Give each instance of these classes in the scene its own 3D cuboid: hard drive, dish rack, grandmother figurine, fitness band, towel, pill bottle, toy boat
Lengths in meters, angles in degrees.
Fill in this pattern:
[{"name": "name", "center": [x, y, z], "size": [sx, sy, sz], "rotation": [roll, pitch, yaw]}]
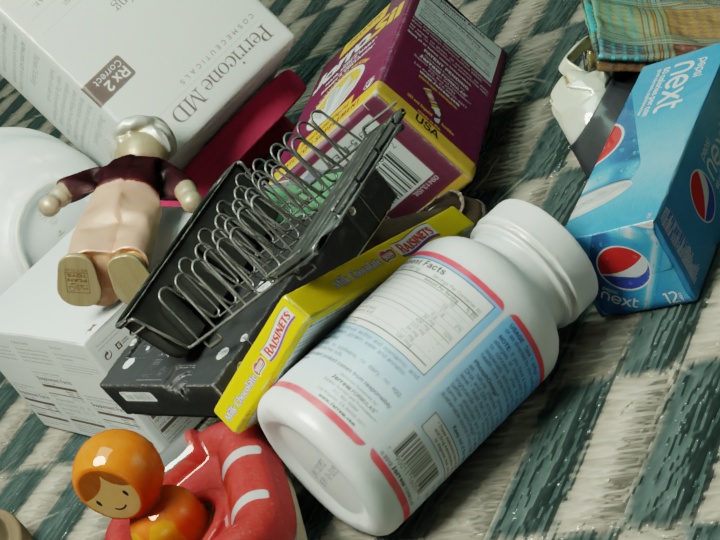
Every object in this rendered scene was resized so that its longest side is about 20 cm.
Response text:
[{"name": "hard drive", "center": [-0.075, 0.014, 1.061], "size": [0.140, 0.038, 0.200], "rotation": [-6, 43, 49]}, {"name": "dish rack", "center": [-0.057, -0.032, 0.966], "size": [0.200, 0.055, 0.154], "rotation": [-34, 21, 49]}, {"name": "grandmother figurine", "center": [-0.174, -0.050, 1.148], "size": [0.121, 0.061, 0.200], "rotation": [7, 36, 1]}, {"name": "fitness band", "center": [-0.120, -0.096, 1.381], "size": [0.200, 0.037, 0.144], "rotation": [-47, -1, 14]}, {"name": "towel", "center": [0.237, -0.189, 1.156], "size": [0.146, 0.022, 0.200], "rotation": [0, 29, 4]}, {"name": "pill bottle", "center": [0.044, 0.052, 0.920], "size": [0.200, 0.109, 0.109], "rotation": [-42, 26, -19]}, {"name": "toy boat", "center": [-0.112, 0.143, 0.899], "size": [0.130, 0.131, 0.200], "rotation": [-41, 23, 6]}]

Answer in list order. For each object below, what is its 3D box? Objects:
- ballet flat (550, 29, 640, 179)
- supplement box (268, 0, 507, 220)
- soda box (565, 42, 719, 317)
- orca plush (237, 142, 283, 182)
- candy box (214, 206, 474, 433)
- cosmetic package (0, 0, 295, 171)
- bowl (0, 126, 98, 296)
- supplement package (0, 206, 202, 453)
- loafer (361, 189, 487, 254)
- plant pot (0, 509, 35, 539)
[{"name": "ballet flat", "center": [0.171, -0.125, 1.131], "size": [0.073, 0.073, 0.200], "rotation": [-19, 27, 28]}, {"name": "supplement box", "center": [0.025, -0.118, 1.225], "size": [0.131, 0.103, 0.200], "rotation": [-40, 17, 32]}, {"name": "soda box", "center": [0.195, -0.061, 0.997], "size": [0.068, 0.064, 0.200], "rotation": [-13, 31, 37]}, {"name": "orca plush", "center": [-0.073, -0.070, 1.328], "size": [0.105, 0.071, 0.200], "rotation": [-27, 25, 13]}, {"name": "candy box", "center": [-0.006, 0.027, 0.982], "size": [0.200, 0.026, 0.102], "rotation": [-28, -26, -53]}, {"name": "cosmetic package", "center": [-0.190, -0.187, 1.333], "size": [0.165, 0.200, 0.165], "rotation": [-48, 1, -16]}, {"name": "bowl", "center": [-0.267, -0.025, 1.322], "size": [0.090, 0.201, 0.201], "rotation": [-5, 37, 49]}, {"name": "supplement package", "center": [-0.176, 0.039, 1.206], "size": [0.156, 0.111, 0.200], "rotation": [-47, 28, -26]}, {"name": "loafer", "center": [0.000, 0.000, 1.111], "size": [0.200, 0.071, 0.073], "rotation": [-34, 25, -3]}, {"name": "plant pot", "center": [-0.328, 0.220, 1.080], "size": [0.201, 0.093, 0.201], "rotation": [-26, 26, 13]}]
